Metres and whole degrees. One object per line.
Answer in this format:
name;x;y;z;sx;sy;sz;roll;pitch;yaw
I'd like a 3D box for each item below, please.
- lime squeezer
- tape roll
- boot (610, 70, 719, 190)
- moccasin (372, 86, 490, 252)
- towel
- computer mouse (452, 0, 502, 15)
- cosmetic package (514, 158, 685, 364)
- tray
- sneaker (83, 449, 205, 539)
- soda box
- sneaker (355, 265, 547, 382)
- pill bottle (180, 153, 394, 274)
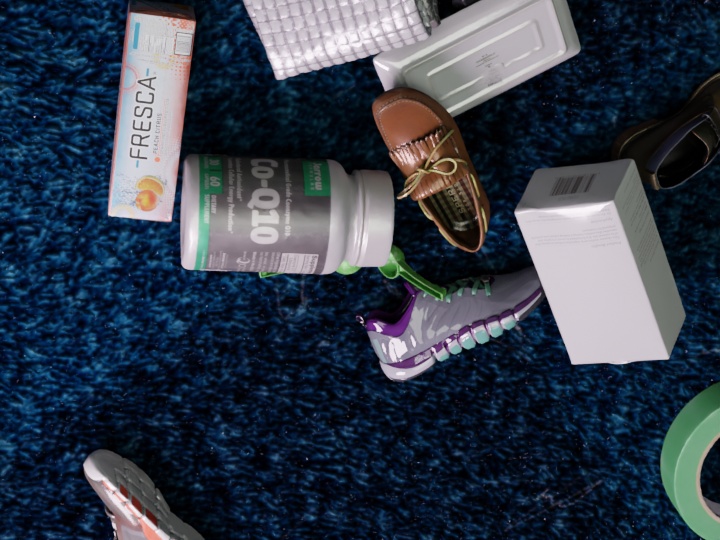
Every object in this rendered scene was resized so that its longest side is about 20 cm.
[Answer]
lime squeezer;0.000;0.000;1.465;0.199;0.071;0.038;7;139;19
tape roll;0.442;0.216;1.630;0.199;0.048;0.201;-3;111;-8
boot;0.356;-0.140;1.448;0.200;0.097;0.075;-31;113;4
moccasin;0.070;-0.096;1.403;0.073;0.078;0.202;-18;131;12
towel;-0.031;-0.291;1.311;0.165;0.086;0.201;-11;110;22
computer mouse;0.098;-0.241;1.406;0.058;0.034;0.200;24;112;-34
cosmetic package;0.245;-0.005;1.462;0.112;0.081;0.200;-4;125;31
tray;0.119;-0.207;1.403;0.199;0.022;0.108;-27;130;-2
sneaker;-0.239;0.278;1.528;0.082;0.077;0.200;-33;112;11
soda box;-0.199;-0.152;1.366;0.063;0.068;0.201;6;109;-11
sneaker;0.097;0.034;1.489;0.200;0.074;0.088;-30;108;4
pill bottle;-0.073;-0.054;1.402;0.199;0.113;0.114;1;111;-10
